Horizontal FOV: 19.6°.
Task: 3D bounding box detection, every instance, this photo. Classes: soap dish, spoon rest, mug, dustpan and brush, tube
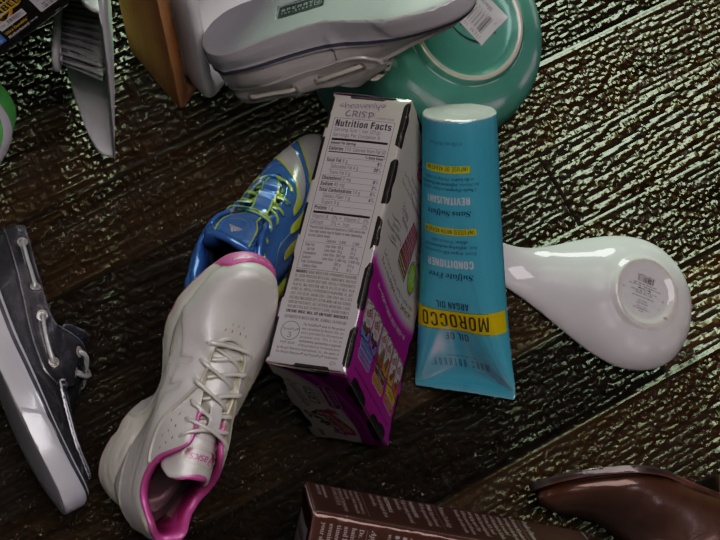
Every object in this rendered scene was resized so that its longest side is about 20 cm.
[{"bbox_3d":[-0.098,-0.238,1.475,0.081,0.158,0.201,26,67,16],"label":"soap dish"},{"bbox_3d":[0.154,0.004,1.502,0.199,0.061,0.100,24,68,-18],"label":"spoon rest"},{"bbox_3d":[0.038,-0.163,1.475,0.183,0.114,0.154,-1,81,-24],"label":"mug"},{"bbox_3d":[-0.204,-0.192,1.460,0.057,0.140,0.201,-3,49,-4],"label":"dustpan and brush"},{"bbox_3d":[0.069,-0.011,1.424,0.050,0.077,0.202,-27,120,-52],"label":"tube"}]

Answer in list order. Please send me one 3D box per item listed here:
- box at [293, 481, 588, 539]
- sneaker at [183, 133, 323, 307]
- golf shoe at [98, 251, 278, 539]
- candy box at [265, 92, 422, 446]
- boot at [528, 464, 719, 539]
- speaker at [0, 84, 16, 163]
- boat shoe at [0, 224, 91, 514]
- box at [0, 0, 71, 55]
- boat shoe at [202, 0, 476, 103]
[{"bbox_3d":[0.050,0.210,1.370,0.198,0.075,0.101,12,99,-8],"label":"box"},{"bbox_3d":[-0.062,-0.023,1.425,0.075,0.105,0.201,24,67,7],"label":"sneaker"},{"bbox_3d":[-0.099,0.086,1.342,0.075,0.092,0.201,16,110,-28],"label":"golf shoe"},{"bbox_3d":[0.000,0.000,1.413,0.060,0.137,0.202,8,67,17],"label":"candy box"},{"bbox_3d":[0.205,0.239,1.425,0.184,0.064,0.202,4,75,-9],"label":"boot"},{"bbox_3d":[-0.303,-0.045,1.377,0.088,0.089,0.201,26,56,-3],"label":"speaker"},{"bbox_3d":[-0.211,0.062,1.387,0.067,0.072,0.201,-20,69,-17],"label":"boat shoe"},{"bbox_3d":[-0.236,-0.213,1.386,0.049,0.159,0.201,43,26,-28],"label":"box"},{"bbox_3d":[-0.008,-0.154,1.390,0.198,0.066,0.072,-15,42,21],"label":"boat shoe"}]
